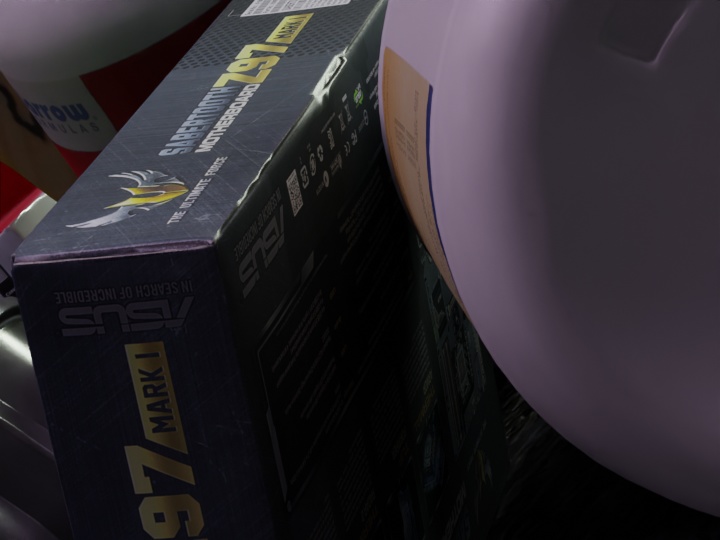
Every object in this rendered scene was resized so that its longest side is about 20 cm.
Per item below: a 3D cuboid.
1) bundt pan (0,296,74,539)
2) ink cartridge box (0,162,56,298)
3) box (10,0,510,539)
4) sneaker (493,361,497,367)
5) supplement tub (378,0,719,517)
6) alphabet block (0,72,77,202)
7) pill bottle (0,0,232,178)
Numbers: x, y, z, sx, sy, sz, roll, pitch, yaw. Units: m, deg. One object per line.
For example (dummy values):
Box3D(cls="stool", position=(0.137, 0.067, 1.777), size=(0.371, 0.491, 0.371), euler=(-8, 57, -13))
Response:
Box3D(cls="bundt pan", position=(-0.094, 0.112, 0.638), size=(0.203, 0.075, 0.202), euler=(-60, -13, -22))
Box3D(cls="ink cartridge box", position=(-0.178, 0.043, 1.185), size=(0.200, 0.176, 0.084), euler=(-38, 10, 32))
Box3D(cls="box", position=(-0.014, 0.028, 0.610), size=(0.051, 0.159, 0.200), euler=(-5, 23, 17))
Box3D(cls="sneaker", position=(-0.001, 0.000, 0.899), size=(0.114, 0.073, 0.201), euler=(-46, 16, 14))
Box3D(cls="supplement tub", position=(0.078, -0.037, 0.537), size=(0.144, 0.144, 0.200), euler=(-42, 9, 4))
Box3D(cls="alphabet block", position=(-0.059, -0.132, 1.013), size=(0.195, 0.196, 0.200), euler=(-46, -25, -20))
Box3D(cls="pill bottle", position=(-0.040, -0.063, 0.739), size=(0.112, 0.200, 0.113), euler=(-25, 31, 16))
